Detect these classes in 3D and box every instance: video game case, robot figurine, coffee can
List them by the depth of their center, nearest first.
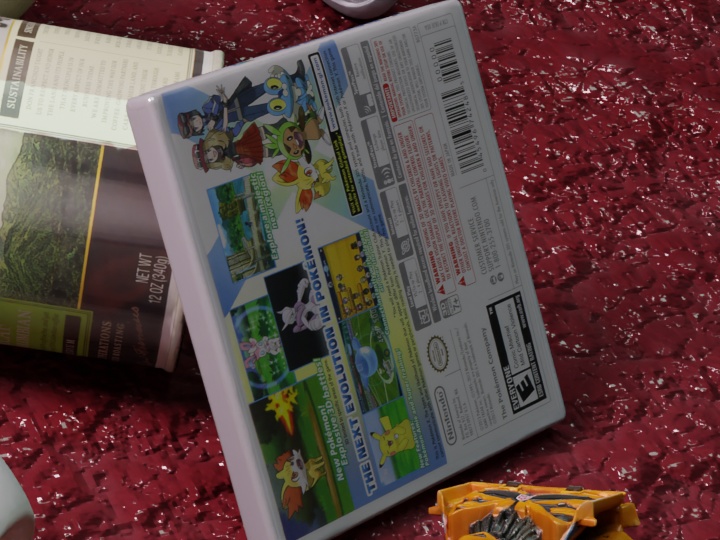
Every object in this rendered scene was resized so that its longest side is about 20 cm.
[{"bbox_3d":[0.040,0.128,0.826,0.145,0.058,0.200,0,14,31],"label":"robot figurine"},{"bbox_3d":[0.000,0.000,0.942,0.182,0.201,0.022,-22,11,-39],"label":"video game case"},{"bbox_3d":[-0.169,-0.042,0.966,0.199,0.147,0.147,9,35,-6],"label":"coffee can"}]

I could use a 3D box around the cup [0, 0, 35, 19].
[{"bbox_3d":[-0.207,-0.183,1.018,0.199,0.200,0.144,9,72,-6],"label":"cup"}]

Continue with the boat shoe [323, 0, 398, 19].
[{"bbox_3d":[-0.018,-0.223,1.337,0.062,0.072,0.200,40,18,-54],"label":"boat shoe"}]

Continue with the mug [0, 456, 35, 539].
[{"bbox_3d":[-0.209,0.082,0.805,0.175,0.148,0.200,27,7,7],"label":"mug"}]
